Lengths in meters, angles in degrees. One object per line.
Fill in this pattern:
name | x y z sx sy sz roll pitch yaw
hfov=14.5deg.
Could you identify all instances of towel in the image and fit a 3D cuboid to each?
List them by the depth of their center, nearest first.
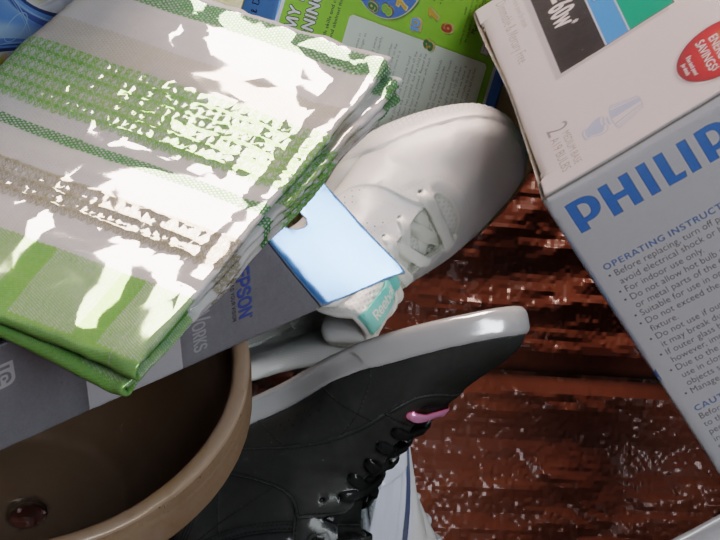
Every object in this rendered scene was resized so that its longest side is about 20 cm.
towel | -0.094 -0.038 1.114 0.200 0.149 0.031 -50 150 -38

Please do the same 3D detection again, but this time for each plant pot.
plant pot | -0.144 0.073 1.172 0.201 0.201 0.093 -28 140 -25

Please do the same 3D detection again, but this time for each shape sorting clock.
shape sorting clock | 0.002 -0.097 1.307 0.200 0.039 0.200 -4 98 -28

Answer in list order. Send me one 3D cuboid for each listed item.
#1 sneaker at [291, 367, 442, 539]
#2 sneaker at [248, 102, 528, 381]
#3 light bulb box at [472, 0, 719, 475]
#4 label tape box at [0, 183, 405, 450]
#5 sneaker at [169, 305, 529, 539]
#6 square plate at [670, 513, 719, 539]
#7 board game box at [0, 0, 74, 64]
sneaker | 0.006 0.128 1.287 0.071 0.073 0.200 2 85 -51
sneaker | 0.000 0.000 1.252 0.200 0.088 0.075 -32 120 -12
light bulb box | 0.162 -0.033 1.257 0.125 0.198 0.200 -30 118 9
label tape box | -0.103 -0.023 1.160 0.200 0.144 0.063 -24 138 -21
sneaker | 0.000 0.088 1.213 0.071 0.200 0.099 1 65 -63
square plate | 0.168 0.193 1.204 0.200 0.028 0.198 -25 104 -19
board game box | -0.147 -0.147 1.174 0.135 0.034 0.200 -17 129 -31
